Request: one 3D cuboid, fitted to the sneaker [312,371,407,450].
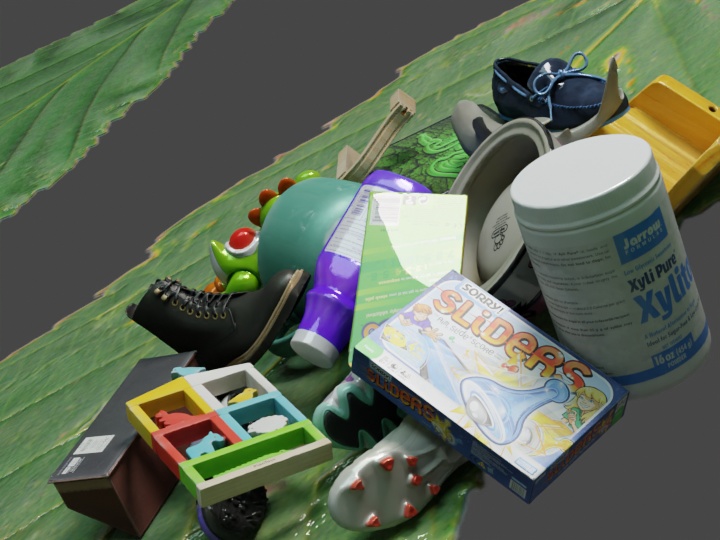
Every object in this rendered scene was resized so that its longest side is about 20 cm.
[{"bbox_3d":[0.018,0.099,1.569,0.199,0.078,0.140,-24,21,-25],"label":"sneaker"}]

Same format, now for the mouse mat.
[{"bbox_3d":[0.095,-0.128,1.795,0.160,0.008,0.200,-27,25,-10],"label":"mouse mat"}]

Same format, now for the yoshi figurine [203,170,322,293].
[{"bbox_3d":[-0.084,-0.013,1.813,0.112,0.112,0.200,47,109,26],"label":"yoshi figurine"}]

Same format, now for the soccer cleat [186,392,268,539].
[{"bbox_3d":[-0.130,0.193,1.525,0.073,0.068,0.200,-40,23,21],"label":"soccer cleat"}]

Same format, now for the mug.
[{"bbox_3d":[-0.017,0.001,1.724,0.151,0.186,0.114,0,8,-38],"label":"mug"}]

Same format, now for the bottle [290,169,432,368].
[{"bbox_3d":[0.000,0.000,1.607,0.083,0.065,0.201,21,67,20],"label":"bottle"}]

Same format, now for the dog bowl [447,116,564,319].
[{"bbox_3d":[0.146,-0.040,1.570,0.200,0.074,0.201,-47,29,36],"label":"dog bowl"}]

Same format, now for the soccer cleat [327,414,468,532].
[{"bbox_3d":[0.045,0.162,1.429,0.200,0.070,0.077,-32,16,-29],"label":"soccer cleat"}]

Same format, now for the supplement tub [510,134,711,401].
[{"bbox_3d":[0.218,-0.001,1.436,0.131,0.201,0.132,-18,25,9],"label":"supplement tub"}]

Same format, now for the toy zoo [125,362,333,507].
[{"bbox_3d":[-0.128,0.139,1.510,0.131,0.021,0.200,-17,30,-25],"label":"toy zoo"}]

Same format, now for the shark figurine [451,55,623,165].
[{"bbox_3d":[0.159,-0.140,1.642,0.214,0.089,0.129,-5,58,39],"label":"shark figurine"}]

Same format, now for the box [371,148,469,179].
[{"bbox_3d":[0.102,-0.075,1.808,0.199,0.101,0.075,1,34,41],"label":"box"}]

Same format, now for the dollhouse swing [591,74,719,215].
[{"bbox_3d":[0.298,-0.139,1.651,0.181,0.176,0.200,37,55,20],"label":"dollhouse swing"}]

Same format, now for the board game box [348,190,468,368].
[{"bbox_3d":[0.045,0.013,1.528,0.095,0.030,0.201,3,52,7],"label":"board game box"}]

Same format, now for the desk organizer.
[{"bbox_3d":[-0.213,0.169,1.610,0.071,0.077,0.200,-9,28,28],"label":"desk organizer"}]

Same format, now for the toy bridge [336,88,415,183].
[{"bbox_3d":[-0.013,-0.111,1.831,0.200,0.027,0.067,-45,22,25],"label":"toy bridge"}]

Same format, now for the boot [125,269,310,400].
[{"bbox_3d":[-0.147,0.035,1.647,0.200,0.138,0.078,-49,4,40],"label":"boot"}]

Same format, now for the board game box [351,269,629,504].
[{"bbox_3d":[0.110,0.095,1.415,0.200,0.035,0.135,35,52,25],"label":"board game box"}]

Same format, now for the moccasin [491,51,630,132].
[{"bbox_3d":[0.197,-0.188,1.741,0.080,0.069,0.200,-32,25,-29],"label":"moccasin"}]
